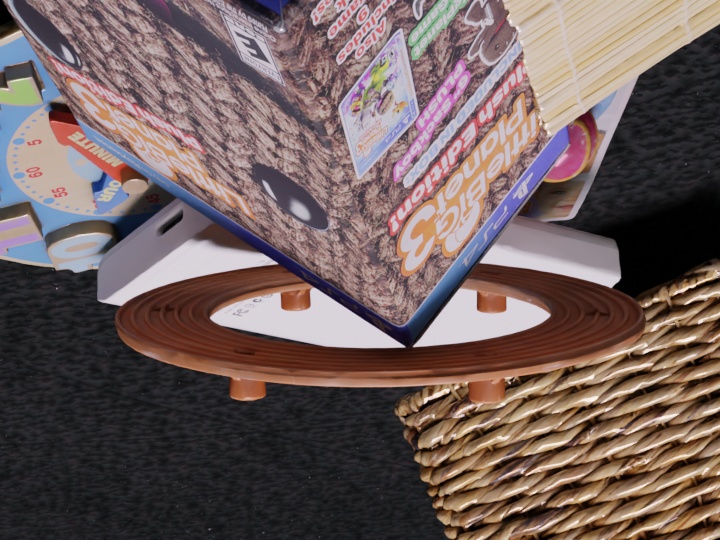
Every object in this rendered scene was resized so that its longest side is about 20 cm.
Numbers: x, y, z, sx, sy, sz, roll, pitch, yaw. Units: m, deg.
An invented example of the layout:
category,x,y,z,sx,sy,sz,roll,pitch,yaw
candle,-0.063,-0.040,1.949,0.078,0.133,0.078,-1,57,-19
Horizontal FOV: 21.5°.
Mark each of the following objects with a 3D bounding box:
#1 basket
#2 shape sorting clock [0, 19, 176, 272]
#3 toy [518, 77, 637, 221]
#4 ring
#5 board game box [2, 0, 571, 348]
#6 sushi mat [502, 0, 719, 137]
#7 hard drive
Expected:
category,x,y,z,sx,sy,sz,roll,pitch,yaw
basket,0.141,0.098,0.986,0.199,0.150,0.143,-25,171,14
shape sorting clock,-0.096,-0.052,0.804,0.199,0.039,0.200,-6,152,-3
toy,0.066,-0.059,0.824,0.114,0.047,0.200,-4,152,-12
ring,0.007,0.022,0.717,0.199,0.019,0.200,-1,-170,0
board game box,-0.033,-0.091,0.600,0.097,0.159,0.200,-51,154,-14
sushi mat,0.133,-0.115,0.578,0.199,0.012,0.096,-31,152,2
hard drive,0.000,0.000,0.859,0.199,0.027,0.132,13,152,-33
